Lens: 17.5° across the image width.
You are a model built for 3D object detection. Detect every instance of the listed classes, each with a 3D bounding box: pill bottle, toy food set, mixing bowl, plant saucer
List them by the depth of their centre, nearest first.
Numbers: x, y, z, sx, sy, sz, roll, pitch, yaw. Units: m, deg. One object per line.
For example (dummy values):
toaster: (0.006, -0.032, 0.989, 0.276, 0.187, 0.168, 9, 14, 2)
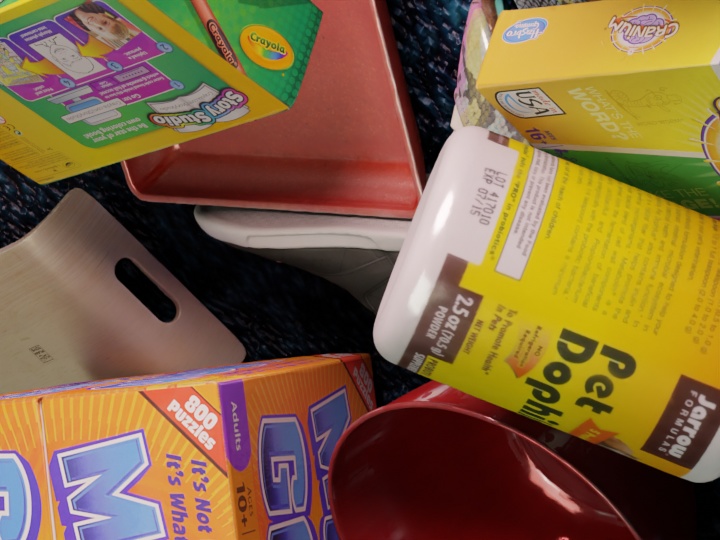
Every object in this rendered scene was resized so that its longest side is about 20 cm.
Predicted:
pill bottle: (0.113, 0.021, 1.002, 0.199, 0.109, 0.109, 21, 139, -1)
plant saucer: (-0.058, -0.127, 1.150, 0.199, 0.037, 0.200, 5, 120, 40)
mixing bowl: (0.094, 0.116, 1.187, 0.200, 0.108, 0.201, 23, 137, 23)
toy food set: (-0.176, 0.029, 1.402, 0.144, 0.060, 0.200, 45, 144, -19)

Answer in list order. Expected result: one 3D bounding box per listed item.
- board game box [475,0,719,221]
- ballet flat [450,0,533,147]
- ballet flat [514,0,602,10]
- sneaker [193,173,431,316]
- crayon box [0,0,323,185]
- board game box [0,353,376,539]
board game box: (0.170, -0.059, 0.971, 0.200, 0.040, 0.153, -2, 148, 43)
ballet flat: (0.083, -0.027, 1.087, 0.071, 0.069, 0.200, -27, 103, 20)
ballet flat: (0.050, -0.173, 1.004, 0.200, 0.074, 0.074, 54, 141, -8)
sneaker: (0.000, 0.000, 1.199, 0.200, 0.071, 0.099, 7, 133, 41)
crayon box: (-0.130, -0.110, 1.116, 0.200, 0.058, 0.119, -13, 142, 44)
board game box: (-0.110, 0.157, 1.236, 0.199, 0.200, 0.201, -7, 89, 22)
